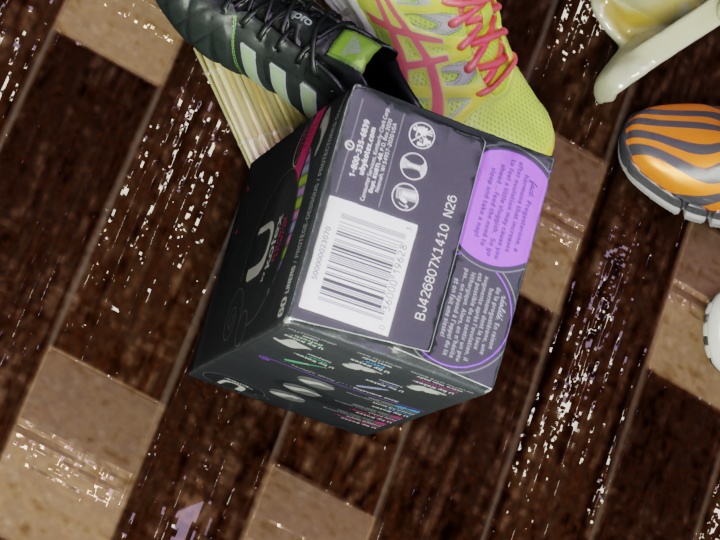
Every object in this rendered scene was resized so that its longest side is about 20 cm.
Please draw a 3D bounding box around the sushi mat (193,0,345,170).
[{"bbox_3d":[-0.009,-0.046,1.420,0.095,0.012,0.201,-24,88,-29],"label":"sushi mat"}]

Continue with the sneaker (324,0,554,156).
[{"bbox_3d":[0.045,-0.134,1.416,0.200,0.090,0.078,51,47,-12],"label":"sneaker"}]

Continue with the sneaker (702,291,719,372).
[{"bbox_3d":[0.300,0.035,1.479,0.199,0.115,0.075,-4,89,-17],"label":"sneaker"}]

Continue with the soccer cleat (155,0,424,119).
[{"bbox_3d":[-0.028,-0.116,1.375,0.200,0.081,0.068,42,64,-10],"label":"soccer cleat"}]

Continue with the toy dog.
[{"bbox_3d":[0.156,-0.230,1.481,0.200,0.139,0.194,54,48,-5],"label":"toy dog"}]

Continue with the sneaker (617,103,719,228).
[{"bbox_3d":[0.248,-0.072,1.478,0.199,0.112,0.078,11,61,-6],"label":"sneaker"}]

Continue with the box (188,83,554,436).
[{"bbox_3d":[0.000,0.000,1.296,0.106,0.200,0.123,20,75,-13],"label":"box"}]
